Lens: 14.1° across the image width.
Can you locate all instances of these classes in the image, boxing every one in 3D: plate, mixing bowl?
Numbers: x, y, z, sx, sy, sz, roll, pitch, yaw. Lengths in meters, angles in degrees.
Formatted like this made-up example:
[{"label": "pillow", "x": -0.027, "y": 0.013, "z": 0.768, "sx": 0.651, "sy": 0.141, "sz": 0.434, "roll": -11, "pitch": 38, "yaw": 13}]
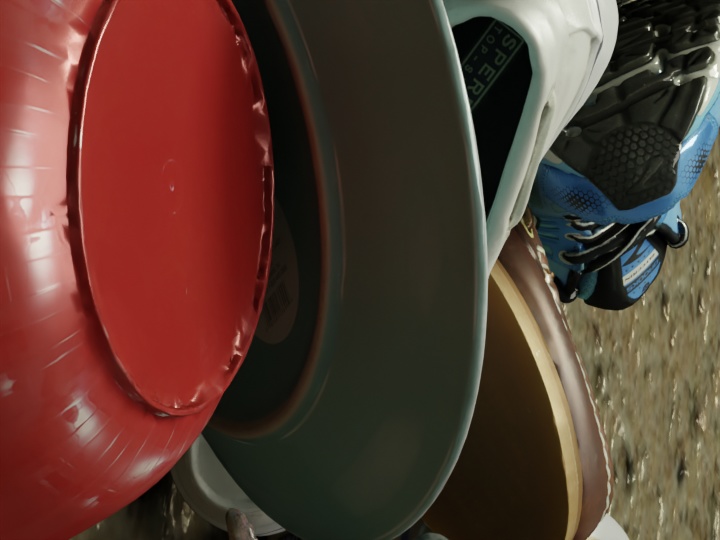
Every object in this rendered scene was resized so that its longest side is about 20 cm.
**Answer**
[{"label": "plate", "x": -0.031, "y": -0.028, "z": 0.707, "sx": 0.025, "sy": 0.200, "sz": 0.202, "roll": -12, "pitch": 103, "yaw": -28}, {"label": "mixing bowl", "x": -0.086, "y": -0.016, "z": 0.622, "sx": 0.200, "sy": 0.108, "sz": 0.202, "roll": 0, "pitch": 90, "yaw": -67}]

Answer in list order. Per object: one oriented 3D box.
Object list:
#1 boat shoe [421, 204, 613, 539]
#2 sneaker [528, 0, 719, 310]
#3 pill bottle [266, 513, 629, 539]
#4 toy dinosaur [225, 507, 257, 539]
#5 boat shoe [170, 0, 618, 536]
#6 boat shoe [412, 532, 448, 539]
[{"label": "boat shoe", "x": 0.020, "y": -0.011, "z": 0.834, "sx": 0.070, "sy": 0.070, "sz": 0.201, "roll": -17, "pitch": 77, "yaw": -51}, {"label": "sneaker", "x": 0.079, "y": -0.033, "z": 0.882, "sx": 0.200, "sy": 0.078, "sz": 0.090, "roll": -98, "pitch": 170, "yaw": -83}, {"label": "pill bottle", "x": 0.015, "y": 0.166, "z": 0.855, "sx": 0.116, "sy": 0.115, "sz": 0.201, "roll": 52, "pitch": 42, "yaw": -56}, {"label": "toy dinosaur", "x": -0.016, "y": 0.164, "z": 0.753, "sx": 0.086, "sy": 0.135, "sz": 0.201, "roll": 62, "pitch": 34, "yaw": -49}, {"label": "boat shoe", "x": 0.000, "y": 0.000, "z": 0.760, "sx": 0.200, "sy": 0.072, "sz": 0.066, "roll": -52, "pitch": 179, "yaw": 29}, {"label": "boat shoe", "x": 0.053, "y": 0.138, "z": 0.755, "sx": 0.201, "sy": 0.063, "sz": 0.074, "roll": 43, "pitch": 20, "yaw": -37}]
